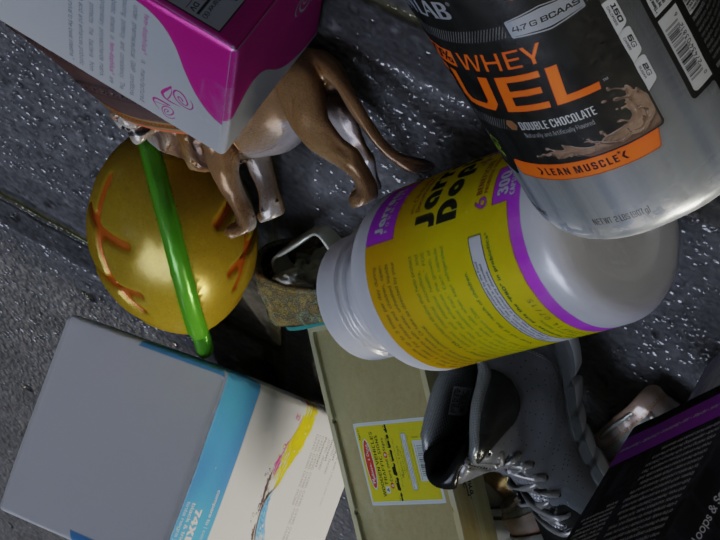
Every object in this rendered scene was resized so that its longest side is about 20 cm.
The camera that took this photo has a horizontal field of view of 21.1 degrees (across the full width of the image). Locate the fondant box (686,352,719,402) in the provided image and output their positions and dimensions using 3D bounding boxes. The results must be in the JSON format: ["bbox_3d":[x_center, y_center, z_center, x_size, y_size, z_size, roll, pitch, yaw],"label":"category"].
[{"bbox_3d":[0.262,0.075,1.008,0.144,0.058,0.200,34,152,4],"label":"fondant box"}]

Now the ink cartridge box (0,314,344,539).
[{"bbox_3d":[-0.122,0.139,1.383,0.146,0.147,0.200,17,175,32],"label":"ink cartridge box"}]

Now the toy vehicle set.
[{"bbox_3d":[0.030,0.123,1.268,0.124,0.026,0.201,-10,94,56],"label":"toy vehicle set"}]

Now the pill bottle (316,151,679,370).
[{"bbox_3d":[0.065,-0.005,1.029,0.104,0.104,0.200,46,143,-21],"label":"pill bottle"}]

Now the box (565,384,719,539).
[{"bbox_3d":[0.139,0.148,0.987,0.036,0.200,0.143,39,154,-5],"label":"box"}]

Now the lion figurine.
[{"bbox_3d":[-0.052,-0.089,1.104,0.199,0.072,0.123,-13,100,39],"label":"lion figurine"}]

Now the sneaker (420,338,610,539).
[{"bbox_3d":[0.087,0.119,1.137,0.075,0.115,0.201,2,115,49],"label":"sneaker"}]

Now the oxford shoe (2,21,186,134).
[{"bbox_3d":[-0.151,-0.135,1.090,0.199,0.071,0.072,28,-179,29],"label":"oxford shoe"}]

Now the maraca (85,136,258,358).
[{"bbox_3d":[-0.118,-0.017,1.242,0.106,0.138,0.200,-12,161,-3],"label":"maraca"}]

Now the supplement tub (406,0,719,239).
[{"bbox_3d":[0.087,-0.121,0.823,0.122,0.123,0.200,5,140,45],"label":"supplement tub"}]

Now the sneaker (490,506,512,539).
[{"bbox_3d":[0.142,0.232,1.297,0.200,0.076,0.115,25,-161,-22],"label":"sneaker"}]

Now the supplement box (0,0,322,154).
[{"bbox_3d":[-0.125,-0.168,1.015,0.199,0.104,0.101,33,152,8],"label":"supplement box"}]

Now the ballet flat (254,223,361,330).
[{"bbox_3d":[0.000,0.000,1.190,0.199,0.071,0.071,-5,133,52],"label":"ballet flat"}]

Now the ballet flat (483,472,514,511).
[{"bbox_3d":[0.093,0.168,1.347,0.068,0.063,0.200,11,144,42],"label":"ballet flat"}]

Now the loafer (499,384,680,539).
[{"bbox_3d":[0.146,0.119,1.218,0.063,0.072,0.200,55,145,-2],"label":"loafer"}]
